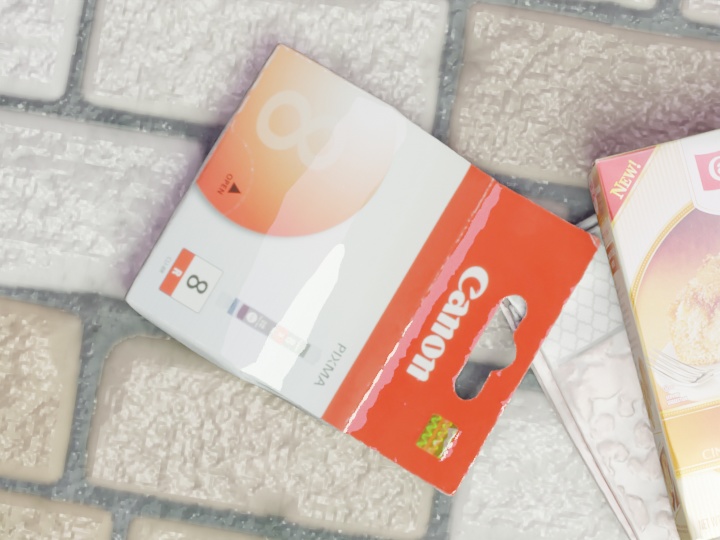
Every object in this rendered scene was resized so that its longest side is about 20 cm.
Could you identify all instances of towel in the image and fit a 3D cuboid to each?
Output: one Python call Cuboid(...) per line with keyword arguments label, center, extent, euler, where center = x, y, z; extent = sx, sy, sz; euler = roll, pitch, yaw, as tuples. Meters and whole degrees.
Cuboid(label="towel", center=(0.196, 0.037, 1.530), extent=(0.199, 0.032, 0.192), euler=(-30, 87, -2))

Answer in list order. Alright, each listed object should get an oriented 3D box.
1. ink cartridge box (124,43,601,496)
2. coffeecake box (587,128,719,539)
Cuboid(label="ink cartridge box", center=(0.000, 0.000, 1.506), extent=(0.199, 0.050, 0.163), euler=(30, 86, 14))
Cuboid(label="coffeecake box", center=(0.215, 0.024, 1.479), extent=(0.153, 0.073, 0.201), euler=(-14, 85, 0))
